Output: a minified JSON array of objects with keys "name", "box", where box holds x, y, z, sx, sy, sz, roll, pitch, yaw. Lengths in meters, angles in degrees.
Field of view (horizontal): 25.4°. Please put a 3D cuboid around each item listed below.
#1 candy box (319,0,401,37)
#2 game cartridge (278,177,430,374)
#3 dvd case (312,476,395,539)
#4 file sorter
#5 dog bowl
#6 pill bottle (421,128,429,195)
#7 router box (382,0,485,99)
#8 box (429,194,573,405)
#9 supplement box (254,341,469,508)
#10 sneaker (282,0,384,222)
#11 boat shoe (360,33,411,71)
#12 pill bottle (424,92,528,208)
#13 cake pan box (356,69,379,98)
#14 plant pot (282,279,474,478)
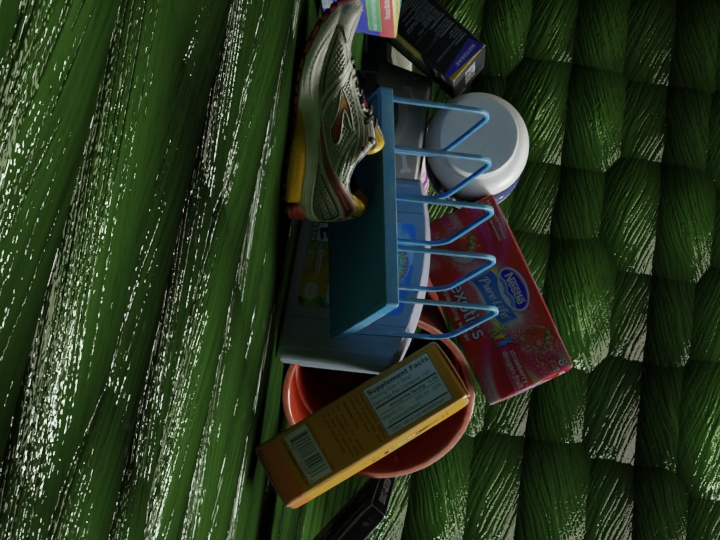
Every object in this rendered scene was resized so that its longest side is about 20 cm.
[{"name":"candy box","box":[0.012,-0.333,1.422,0.169,0.076,0.201,85,15,-77]},{"name":"game cartridge","box":[0.000,0.000,1.567,0.041,0.132,0.201,73,25,-69]},{"name":"dvd case","box":[-0.040,0.304,1.700,0.200,0.025,0.150,-49,-178,10]},{"name":"file sorter","box":[0.048,-0.045,1.475,0.139,0.122,0.201,146,-55,-63]},{"name":"dog bowl","box":[0.038,-0.122,1.714,0.200,0.058,0.202,8,90,-88]},{"name":"pill bottle","box":[0.030,-0.108,1.980,0.200,0.111,0.113,91,8,-63]},{"name":"router box","box":[0.055,-0.254,1.662,0.052,0.157,0.200,-49,177,3]},{"name":"box","box":[0.138,0.032,1.683,0.095,0.099,0.201,36,30,-84]},{"name":"supplement box","box":[0.003,0.145,1.497,0.069,0.199,0.067,61,-3,11]},{"name":"sneaker","box":[-0.016,-0.139,1.392,0.078,0.082,0.201,-71,168,-71]},{"name":"boat shoe","box":[0.023,-0.281,1.828,0.075,0.061,0.201,-44,136,-58]},{"name":"pill bottle","box":[0.124,-0.129,1.718,0.200,0.110,0.112,60,39,-85]},{"name":"cake pan box","box":[-0.017,-0.106,1.722,0.200,0.052,0.185,-73,173,-66]},{"name":"plant pot","box":[0.018,0.086,1.738,0.196,0.199,0.202,-91,-173,-62]}]
